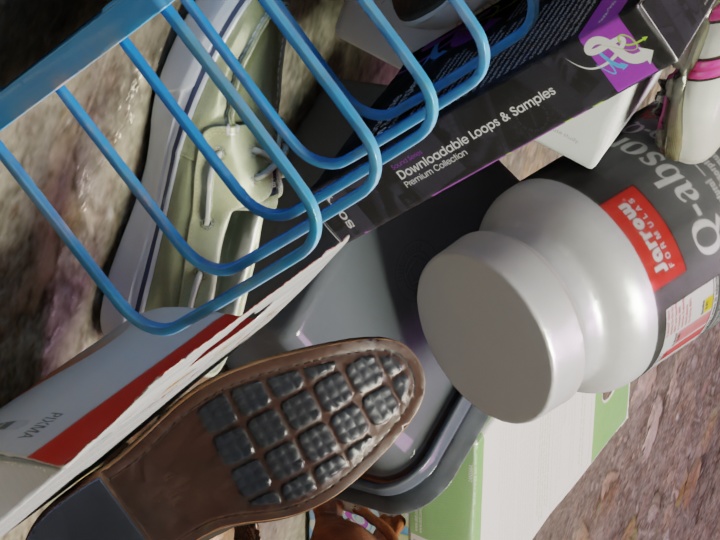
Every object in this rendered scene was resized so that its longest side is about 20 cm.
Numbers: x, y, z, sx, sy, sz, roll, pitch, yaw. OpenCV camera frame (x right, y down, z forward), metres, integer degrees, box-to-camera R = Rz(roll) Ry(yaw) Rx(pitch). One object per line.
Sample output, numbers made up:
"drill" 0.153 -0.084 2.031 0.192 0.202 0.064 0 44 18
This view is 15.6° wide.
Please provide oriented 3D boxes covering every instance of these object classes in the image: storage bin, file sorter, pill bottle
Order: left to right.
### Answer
"file sorter" -0.038 -0.086 1.085 0.138 0.123 0.200 -29 -167 44
"storage bin" 0.000 0.000 1.385 0.134 0.145 0.201 49 64 -39
"pill bottle" 0.131 -0.008 1.337 0.199 0.116 0.116 -31 144 -34

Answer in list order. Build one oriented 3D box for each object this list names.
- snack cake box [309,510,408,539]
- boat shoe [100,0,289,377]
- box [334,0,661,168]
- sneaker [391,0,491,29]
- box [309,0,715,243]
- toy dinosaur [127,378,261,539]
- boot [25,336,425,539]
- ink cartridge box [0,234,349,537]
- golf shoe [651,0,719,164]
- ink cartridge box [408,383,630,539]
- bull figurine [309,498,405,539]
"snack cake box" 0.030 0.138 1.629 0.067 0.114 0.201 -51 155 -36
"boat shoe" -0.064 -0.047 1.236 0.072 0.062 0.201 -22 132 -64
"box" 0.098 -0.182 1.286 0.106 0.152 0.201 -49 165 -53
"sneaker" 0.087 -0.160 1.196 0.200 0.084 0.073 -34 -126 54
"box" 0.077 -0.095 1.190 0.199 0.036 0.143 -26 -163 36
"toy dinosaur" -0.085 0.103 1.338 0.135 0.085 0.202 -36 137 -62
"boot" -0.066 0.083 1.192 0.199 0.075 0.097 -29 -172 -3
"ink cartridge box" -0.113 0.050 1.109 0.200 0.050 0.162 -43 176 36
"golf shoe" 0.210 -0.136 1.274 0.201 0.092 0.073 -64 175 9
"ink cartridge box" 0.094 0.084 1.501 0.200 0.048 0.146 -49 149 -42
"bull figurine" -0.053 0.191 1.460 0.065 0.199 0.122 47 22 -30
